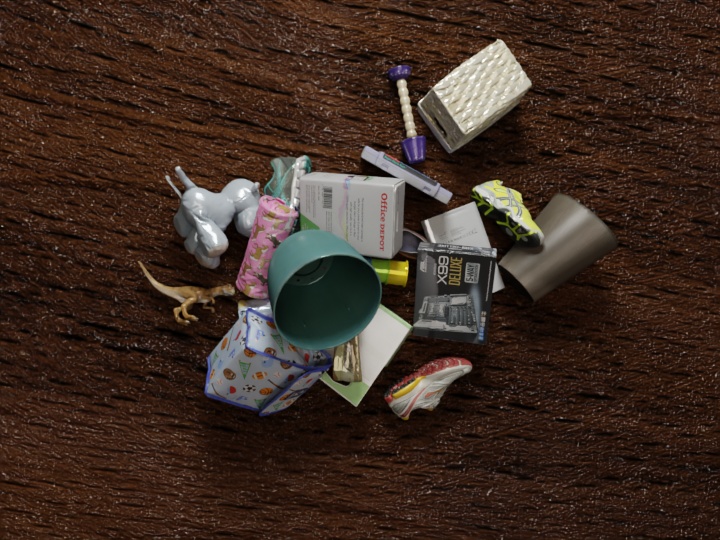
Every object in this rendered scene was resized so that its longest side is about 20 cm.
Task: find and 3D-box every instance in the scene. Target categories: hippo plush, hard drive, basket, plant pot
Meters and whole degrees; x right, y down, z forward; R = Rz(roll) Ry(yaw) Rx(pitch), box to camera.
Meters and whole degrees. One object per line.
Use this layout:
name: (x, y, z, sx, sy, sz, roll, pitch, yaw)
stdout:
hippo plush: (-0.283, -0.119, 1.112, 0.160, 0.159, 0.201, -27, 101, -32)
hard drive: (0.224, -0.034, 1.196, 0.131, 0.027, 0.201, -21, 92, -16)
basket: (0.241, -0.366, 1.158, 0.200, 0.123, 0.136, -37, 93, -4)
basket: (0.406, -0.039, 1.170, 0.200, 0.180, 0.136, -43, 137, 2)
plant pot: (-0.081, 0.017, 1.012, 0.199, 0.161, 0.202, -12, 126, -17)

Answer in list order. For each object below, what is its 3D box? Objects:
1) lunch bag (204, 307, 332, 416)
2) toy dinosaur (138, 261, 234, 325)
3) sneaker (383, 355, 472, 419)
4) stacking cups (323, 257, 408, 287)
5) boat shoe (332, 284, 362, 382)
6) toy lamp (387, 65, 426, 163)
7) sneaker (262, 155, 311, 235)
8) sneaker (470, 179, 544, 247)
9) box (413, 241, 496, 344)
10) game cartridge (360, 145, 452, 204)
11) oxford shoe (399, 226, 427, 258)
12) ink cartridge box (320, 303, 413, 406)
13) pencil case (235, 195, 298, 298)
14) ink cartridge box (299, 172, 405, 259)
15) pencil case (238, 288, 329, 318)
lunch bag: (-0.178, 0.195, 1.077, 0.199, 0.124, 0.170, 27, 123, -30)
toy dinosaur: (-0.363, 0.054, 1.135, 0.198, 0.060, 0.107, 8, 65, -12)
sneaker: (0.152, 0.250, 1.181, 0.199, 0.078, 0.083, -29, 97, 4)
stacking cups: (0.000, 0.000, 1.168, 0.198, 0.061, 0.061, 4, 90, -3)
boat shoe: (-0.016, 0.123, 1.105, 0.062, 0.073, 0.202, 6, 85, 2)
toy lamp: (0.103, -0.332, 1.177, 0.058, 0.058, 0.202, -10, 92, -6)
sneaker: (-0.164, -0.146, 1.149, 0.091, 0.078, 0.202, 12, 85, 10)
sneaker: (0.319, -0.129, 1.152, 0.076, 0.076, 0.200, -32, 56, -9)
box: (0.193, 0.046, 1.133, 0.156, 0.050, 0.201, 7, 114, 12)
game cartridge: (0.093, -0.202, 1.139, 0.199, 0.130, 0.039, 28, 97, -6)
oxford shoe: (0.055, -0.080, 1.163, 0.199, 0.073, 0.072, 16, 88, -6)
ink cartridge box: (-0.003, 0.159, 1.151, 0.145, 0.048, 0.201, 34, 88, 13)
pencil case: (-0.186, -0.042, 1.077, 0.086, 0.083, 0.201, -2, 120, -46)
ink cartridge box: (-0.016, -0.113, 1.095, 0.199, 0.084, 0.146, 8, 110, 18)
pencil case: (-0.153, 0.084, 1.132, 0.198, 0.091, 0.084, -10, 55, -8)
